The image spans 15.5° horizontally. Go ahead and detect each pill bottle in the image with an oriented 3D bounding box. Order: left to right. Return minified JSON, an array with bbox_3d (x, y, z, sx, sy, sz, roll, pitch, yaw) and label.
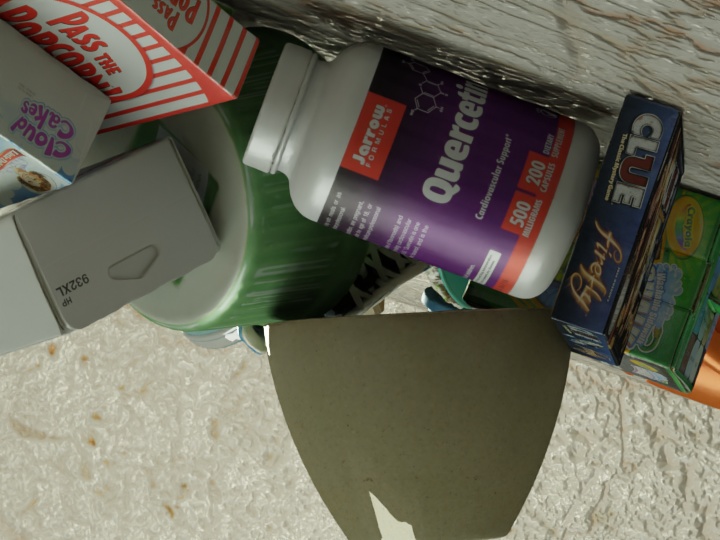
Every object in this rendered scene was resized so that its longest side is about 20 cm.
[{"bbox_3d":[0.036,-0.066,1.597,0.200,0.113,0.112,20,176,-3],"label":"pill bottle"}]

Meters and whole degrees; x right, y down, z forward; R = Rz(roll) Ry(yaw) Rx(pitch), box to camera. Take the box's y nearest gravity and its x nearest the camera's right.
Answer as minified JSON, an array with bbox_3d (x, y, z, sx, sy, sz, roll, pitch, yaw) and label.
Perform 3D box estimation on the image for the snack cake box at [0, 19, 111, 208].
[{"bbox_3d":[-0.260,-0.088,1.601,0.115,0.067,0.200,37,148,-29],"label":"snack cake box"}]

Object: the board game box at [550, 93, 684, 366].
[{"bbox_3d":[0.156,-0.019,1.572,0.035,0.136,0.200,18,176,9],"label":"board game box"}]

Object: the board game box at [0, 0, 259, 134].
[{"bbox_3d":[-0.182,-0.145,1.570,0.200,0.046,0.151,-11,140,45],"label":"board game box"}]

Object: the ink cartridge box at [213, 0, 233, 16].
[{"bbox_3d":[-0.189,-0.168,1.715,0.200,0.076,0.148,22,176,-3],"label":"ink cartridge box"}]

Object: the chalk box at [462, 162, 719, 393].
[{"bbox_3d":[0.190,0.003,1.813,0.200,0.124,0.124,18,175,14],"label":"chalk box"}]

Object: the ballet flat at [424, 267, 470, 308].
[{"bbox_3d":[0.053,-0.055,1.834,0.064,0.076,0.200,41,160,38],"label":"ballet flat"}]

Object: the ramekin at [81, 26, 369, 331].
[{"bbox_3d":[-0.094,-0.055,1.722,0.098,0.201,0.200,-12,-160,-43],"label":"ramekin"}]

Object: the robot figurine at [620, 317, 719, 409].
[{"bbox_3d":[0.265,0.042,1.998,0.200,0.144,0.117,20,137,5],"label":"robot figurine"}]

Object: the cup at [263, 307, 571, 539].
[{"bbox_3d":[0.041,0.101,1.688,0.200,0.144,0.200,-3,176,0],"label":"cup"}]

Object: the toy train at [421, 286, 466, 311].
[{"bbox_3d":[0.017,-0.042,1.945,0.200,0.116,0.085,19,-160,9],"label":"toy train"}]

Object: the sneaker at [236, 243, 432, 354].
[{"bbox_3d":[0.000,0.000,1.785,0.200,0.073,0.072,-29,124,26],"label":"sneaker"}]

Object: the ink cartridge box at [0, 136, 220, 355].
[{"bbox_3d":[-0.210,-0.003,1.666,0.200,0.084,0.145,-17,-170,46],"label":"ink cartridge box"}]

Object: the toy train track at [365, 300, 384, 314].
[{"bbox_3d":[-0.019,-0.061,1.904,0.115,0.033,0.200,3,121,44],"label":"toy train track"}]

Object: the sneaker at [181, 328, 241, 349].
[{"bbox_3d":[-0.098,-0.023,1.896,0.130,0.080,0.200,38,137,-21],"label":"sneaker"}]
